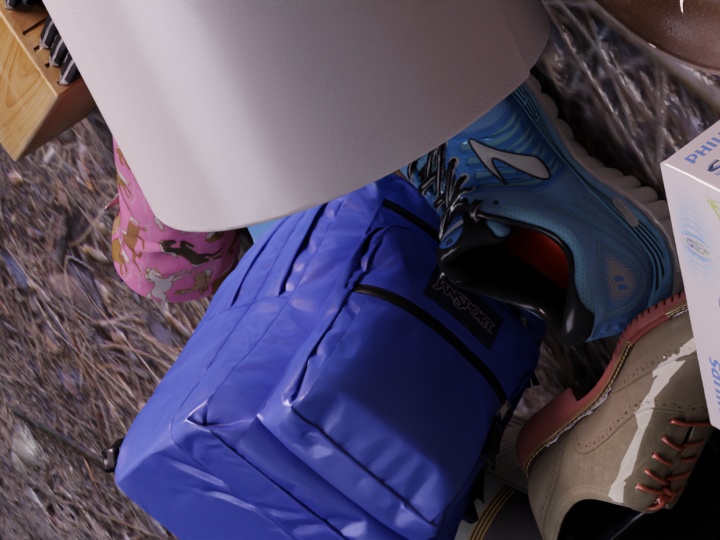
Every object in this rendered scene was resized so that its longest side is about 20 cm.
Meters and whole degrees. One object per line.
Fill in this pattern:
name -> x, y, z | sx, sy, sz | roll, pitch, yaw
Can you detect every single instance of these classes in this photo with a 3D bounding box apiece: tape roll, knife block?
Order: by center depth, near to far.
tape roll -> -0.033, -0.127, 1.170 | 0.202, 0.202, 0.140 | 13, 134, 58
knife block -> -0.178, -0.130, 1.619 | 0.175, 0.064, 0.201 | 36, 151, 42

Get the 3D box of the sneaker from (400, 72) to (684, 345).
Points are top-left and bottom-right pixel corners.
sneaker -> 0.060, -0.038, 1.240 | 0.200, 0.090, 0.079 | 39, 138, 27

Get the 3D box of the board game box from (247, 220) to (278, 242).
board game box -> 0.000, 0.000, 1.497 | 0.158, 0.039, 0.201 | 31, 155, 42

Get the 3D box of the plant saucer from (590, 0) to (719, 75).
plant saucer -> 0.117, -0.170, 1.038 | 0.200, 0.032, 0.201 | 42, 154, 25

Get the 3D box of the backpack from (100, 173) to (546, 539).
backpack -> 0.008, 0.055, 1.304 | 0.162, 0.200, 0.168 | 43, 139, -16

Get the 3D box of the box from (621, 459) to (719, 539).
box -> 0.231, 0.211, 1.236 | 0.196, 0.117, 0.201 | 19, 138, 54

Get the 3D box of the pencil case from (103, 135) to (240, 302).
pencil case -> -0.113, -0.064, 1.572 | 0.086, 0.083, 0.200 | 5, 147, 0

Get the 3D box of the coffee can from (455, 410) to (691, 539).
coffee can -> 0.101, 0.158, 1.379 | 0.200, 0.146, 0.147 | 20, 140, 54

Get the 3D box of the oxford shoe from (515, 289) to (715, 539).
oxford shoe -> 0.143, 0.071, 1.210 | 0.200, 0.070, 0.075 | -50, 38, 48

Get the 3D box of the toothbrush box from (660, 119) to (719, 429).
toothbrush box -> 0.224, 0.027, 1.036 | 0.200, 0.086, 0.146 | 33, 149, 43
